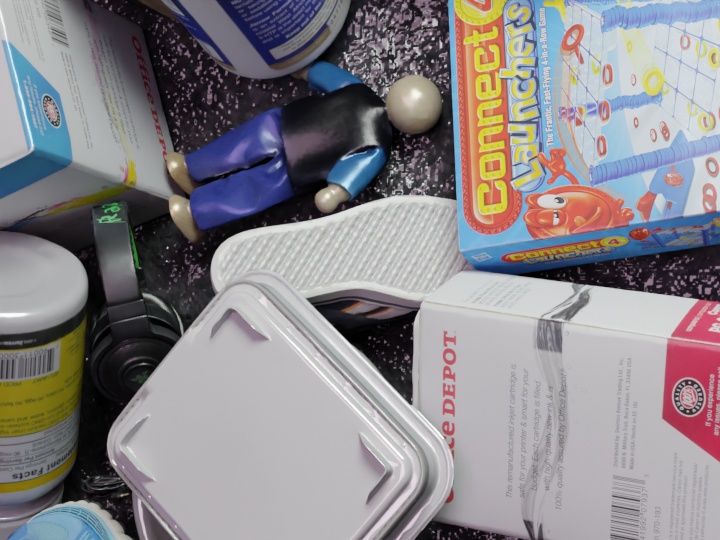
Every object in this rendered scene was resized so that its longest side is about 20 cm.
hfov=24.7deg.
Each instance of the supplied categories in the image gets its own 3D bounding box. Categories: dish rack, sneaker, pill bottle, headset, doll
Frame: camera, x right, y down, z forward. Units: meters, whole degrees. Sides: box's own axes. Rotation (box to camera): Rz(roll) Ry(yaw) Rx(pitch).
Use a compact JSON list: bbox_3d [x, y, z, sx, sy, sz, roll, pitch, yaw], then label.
[{"bbox_3d":[-0.059,0.114,1.002,0.200,0.043,0.172,44,102,22],"label":"dish rack"},{"bbox_3d":[0.000,0.000,1.098,0.198,0.080,0.079,-4,70,-4],"label":"sneaker"},{"bbox_3d":[-0.247,0.086,1.121,0.114,0.114,0.202,24,122,23],"label":"pill bottle"},{"bbox_3d":[-0.091,-0.222,1.084,0.119,0.200,0.121,-7,67,17],"label":"pill bottle"},{"bbox_3d":[-0.182,0.202,1.043,0.199,0.089,0.079,9,107,49],"label":"sneaker"},{"bbox_3d":[-0.166,0.056,1.127,0.093,0.124,0.202,-13,102,-5],"label":"headset"},{"bbox_3d":[-0.038,-0.090,1.133,0.198,0.048,0.137,-19,54,17],"label":"doll"}]

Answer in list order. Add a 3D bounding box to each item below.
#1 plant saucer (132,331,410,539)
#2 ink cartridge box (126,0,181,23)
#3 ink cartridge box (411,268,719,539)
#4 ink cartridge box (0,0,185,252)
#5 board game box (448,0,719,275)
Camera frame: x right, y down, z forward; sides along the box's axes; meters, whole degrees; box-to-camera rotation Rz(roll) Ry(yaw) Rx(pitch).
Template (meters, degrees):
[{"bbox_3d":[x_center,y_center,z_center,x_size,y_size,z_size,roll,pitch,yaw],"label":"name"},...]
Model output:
[{"bbox_3d":[-0.050,0.134,1.050,0.198,0.050,0.202,-4,79,25],"label":"plant saucer"},{"bbox_3d":[-0.145,-0.294,1.146,0.075,0.165,0.201,25,93,24],"label":"ink cartridge box"},{"bbox_3d":[0.137,0.087,0.993,0.198,0.083,0.147,8,110,23],"label":"ink cartridge box"},{"bbox_3d":[-0.241,-0.103,1.138,0.145,0.200,0.148,-22,74,19],"label":"ink cartridge box"},{"bbox_3d":[0.157,-0.110,1.037,0.194,0.056,0.202,-9,69,20],"label":"board game box"}]
